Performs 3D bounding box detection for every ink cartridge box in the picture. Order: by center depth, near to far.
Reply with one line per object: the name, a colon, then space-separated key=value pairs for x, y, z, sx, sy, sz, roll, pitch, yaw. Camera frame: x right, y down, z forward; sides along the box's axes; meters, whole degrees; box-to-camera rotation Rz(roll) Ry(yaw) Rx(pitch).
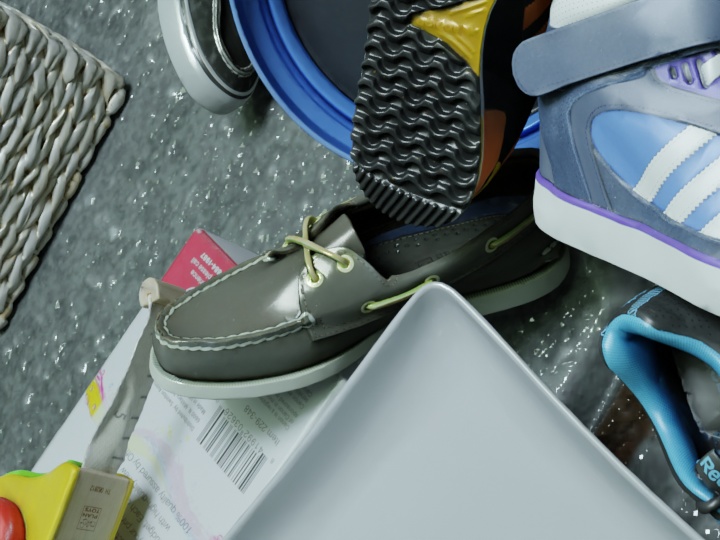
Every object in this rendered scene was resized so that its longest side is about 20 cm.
ink cartridge box: x=-0.075 y=0.104 z=0.822 sx=0.200 sy=0.086 sz=0.148 roll=-56 pitch=47 yaw=10

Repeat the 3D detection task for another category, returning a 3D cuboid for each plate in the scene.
plate: x=0.046 y=0.138 z=0.687 sx=0.200 sy=0.032 sz=0.200 roll=45 pitch=115 yaw=18

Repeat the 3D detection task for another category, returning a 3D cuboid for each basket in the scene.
basket: x=-0.287 y=-0.094 z=1.037 sx=0.200 sy=0.161 sz=0.198 roll=31 pitch=94 yaw=43

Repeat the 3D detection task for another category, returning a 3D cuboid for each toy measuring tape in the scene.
toy measuring tape: x=-0.141 y=0.093 z=0.779 sx=0.074 sy=0.074 sz=0.200 roll=18 pitch=86 yaw=44

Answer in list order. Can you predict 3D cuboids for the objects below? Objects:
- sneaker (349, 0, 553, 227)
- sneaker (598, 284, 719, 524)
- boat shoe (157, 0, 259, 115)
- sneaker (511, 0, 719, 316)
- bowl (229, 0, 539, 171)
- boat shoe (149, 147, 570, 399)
sneaker: x=0.049 y=-0.120 z=0.677 sx=0.070 sy=0.090 sz=0.200 roll=21 pitch=115 yaw=17
sneaker: x=0.156 y=0.090 z=0.607 sx=0.073 sy=0.082 sz=0.200 roll=-49 pitch=62 yaw=33
boat shoe: x=-0.067 y=-0.185 z=0.945 sx=0.064 sy=0.071 sz=0.200 roll=-18 pitch=60 yaw=36
sneaker: x=0.147 y=-0.064 z=0.600 sx=0.200 sy=0.080 sz=0.147 roll=23 pitch=114 yaw=42
bowl: x=0.036 y=-0.143 z=0.772 sx=0.200 sy=0.039 sz=0.201 roll=5 pitch=107 yaw=16
boat shoe: x=-0.001 y=-0.002 z=0.741 sx=0.201 sy=0.060 sz=0.072 roll=-19 pitch=43 yaw=-13
